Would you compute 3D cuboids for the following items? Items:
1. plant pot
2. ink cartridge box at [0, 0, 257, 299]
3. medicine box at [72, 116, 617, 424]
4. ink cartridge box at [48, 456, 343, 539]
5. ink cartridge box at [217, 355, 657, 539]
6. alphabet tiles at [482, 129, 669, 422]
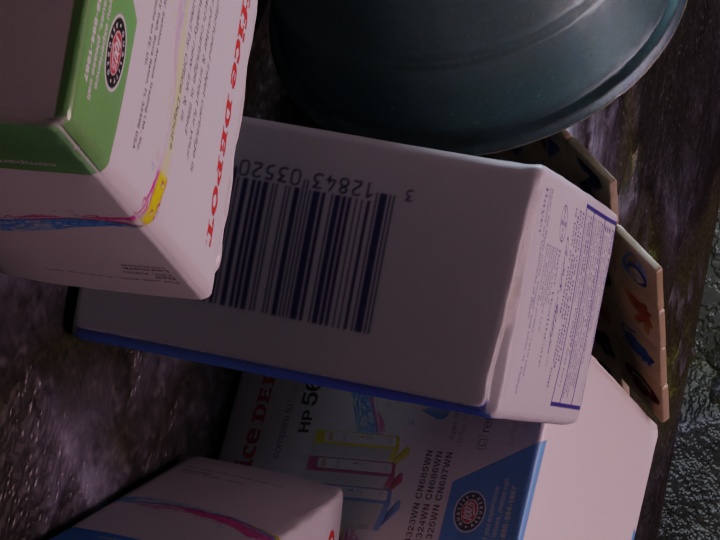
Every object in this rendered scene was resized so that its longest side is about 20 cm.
[{"bbox_3d":[0.030,-0.187,1.095,0.196,0.200,0.200,67,34,-49],"label":"plant pot"},{"bbox_3d":[-0.096,-0.086,0.815,0.200,0.084,0.145,60,36,-73],"label":"ink cartridge box"},{"bbox_3d":[0.000,0.000,1.077,0.200,0.182,0.103,20,80,-75],"label":"medicine box"},{"bbox_3d":[-0.078,0.174,1.088,0.200,0.085,0.145,-29,126,-73],"label":"ink cartridge box"},{"bbox_3d":[0.023,0.106,1.246,0.125,0.200,0.129,44,54,-52],"label":"ink cartridge box"},{"bbox_3d":[0.098,-0.016,1.243,0.006,0.166,0.200,-33,147,-14],"label":"alphabet tiles"}]
